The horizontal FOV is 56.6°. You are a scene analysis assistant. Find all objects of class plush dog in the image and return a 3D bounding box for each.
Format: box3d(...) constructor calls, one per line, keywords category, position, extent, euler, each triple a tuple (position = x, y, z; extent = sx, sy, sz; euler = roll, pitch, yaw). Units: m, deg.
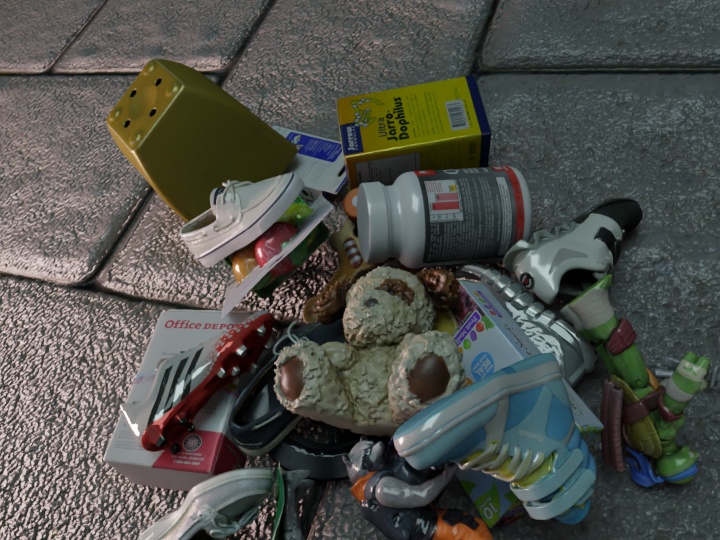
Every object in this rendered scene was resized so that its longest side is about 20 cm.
box3d(category="plush dog", position=(0.028, 0.078, 0.692), extent=(0.195, 0.161, 0.176), euler=(-6, 59, 24))

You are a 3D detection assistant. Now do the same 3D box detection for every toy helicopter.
box3d(category="toy helicopter", position=(0.000, 0.000, 0.883), extent=(0.131, 0.079, 0.202), euler=(33, 81, 26))

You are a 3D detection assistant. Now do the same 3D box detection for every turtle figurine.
box3d(category="turtle figurine", position=(0.295, 0.084, 0.637), extent=(0.143, 0.200, 0.196), euler=(-20, 71, -50))

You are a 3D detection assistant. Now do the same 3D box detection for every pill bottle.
box3d(category="pill bottle", position=(0.098, -0.064, 0.815), extent=(0.194, 0.117, 0.118), euler=(-4, 50, -9))

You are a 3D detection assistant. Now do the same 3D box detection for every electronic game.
box3d(category="electronic game", position=(-0.033, 0.145, 0.782), extent=(0.194, 0.042, 0.204), euler=(-3, 54, 4))

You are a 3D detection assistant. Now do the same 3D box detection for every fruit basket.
box3d(category="fruit basket", position=(-0.104, -0.022, 0.857), extent=(0.185, 0.094, 0.200), euler=(-44, 19, 1))

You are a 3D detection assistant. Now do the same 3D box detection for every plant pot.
box3d(category="plant pot", position=(-0.252, -0.192, 0.989), extent=(0.195, 0.199, 0.195), euler=(-51, 53, 2))

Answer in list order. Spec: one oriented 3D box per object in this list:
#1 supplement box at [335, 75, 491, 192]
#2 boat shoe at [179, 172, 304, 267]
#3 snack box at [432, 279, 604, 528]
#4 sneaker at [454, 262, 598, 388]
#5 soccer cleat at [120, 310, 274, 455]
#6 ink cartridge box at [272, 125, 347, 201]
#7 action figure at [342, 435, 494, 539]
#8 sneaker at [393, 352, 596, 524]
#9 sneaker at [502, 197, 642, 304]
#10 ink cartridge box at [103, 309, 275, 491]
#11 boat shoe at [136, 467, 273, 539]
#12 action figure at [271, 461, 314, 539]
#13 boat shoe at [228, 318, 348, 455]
box3d(category="supplement box", position=(0.072, -0.176, 0.923), extent=(0.194, 0.110, 0.112), euler=(-9, 58, 1))
box3d(category="boat shoe", position=(-0.153, -0.074, 0.821), extent=(0.198, 0.070, 0.072), euler=(-27, 27, 38))
box3d(category="snack box", position=(0.129, 0.130, 0.685), extent=(0.144, 0.052, 0.201), euler=(-56, 48, 25))
box3d(category="sneaker", position=(0.156, 0.079, 0.752), extent=(0.116, 0.076, 0.199), euler=(-45, 54, -13))
box3d(category="soccer cleat", position=(-0.179, 0.110, 0.746), extent=(0.084, 0.069, 0.200), euler=(34, 72, 26))
box3d(category="ink cartridge box", position=(-0.085, -0.164, 1.045), extent=(0.197, 0.040, 0.100), euler=(20, 63, 33))
box3d(category="action figure", position=(0.058, 0.217, 0.601), extent=(0.192, 0.203, 0.104), euler=(36, 58, 28))
box3d(category="sneaker", position=(0.119, 0.148, 0.523), extent=(0.197, 0.079, 0.133), euler=(-11, 72, -42))
box3d(category="sneaker", position=(0.265, -0.015, 0.773), extent=(0.197, 0.075, 0.089), euler=(-24, 59, -20))
box3d(category="ink cartridge box", position=(-0.199, 0.156, 0.814), extent=(0.144, 0.086, 0.204), euler=(1, 53, 18))
box3d(category="boat shoe", position=(-0.160, 0.270, 0.699), extent=(0.201, 0.074, 0.066), euler=(-39, 58, 21))
box3d(category="action figure", position=(-0.069, 0.306, 0.657), extent=(0.053, 0.119, 0.205), euler=(-2, 61, 3))
box3d(category="boat shoe", position=(-0.072, 0.112, 0.744), extent=(0.074, 0.063, 0.200), euler=(35, 63, 27))
